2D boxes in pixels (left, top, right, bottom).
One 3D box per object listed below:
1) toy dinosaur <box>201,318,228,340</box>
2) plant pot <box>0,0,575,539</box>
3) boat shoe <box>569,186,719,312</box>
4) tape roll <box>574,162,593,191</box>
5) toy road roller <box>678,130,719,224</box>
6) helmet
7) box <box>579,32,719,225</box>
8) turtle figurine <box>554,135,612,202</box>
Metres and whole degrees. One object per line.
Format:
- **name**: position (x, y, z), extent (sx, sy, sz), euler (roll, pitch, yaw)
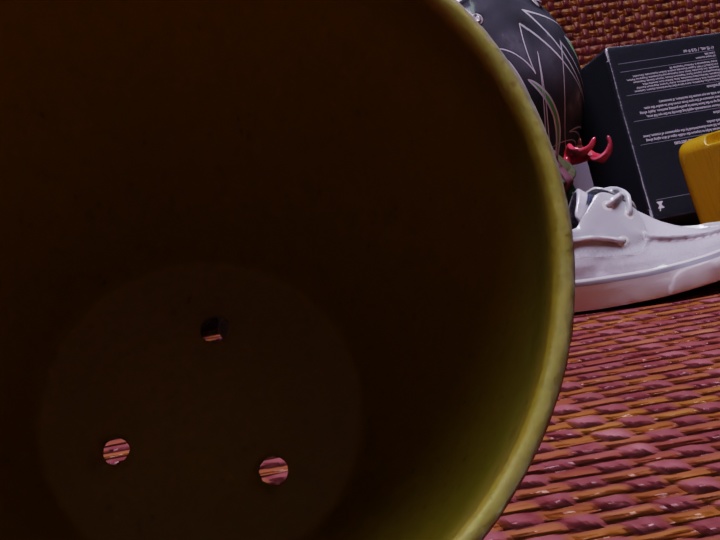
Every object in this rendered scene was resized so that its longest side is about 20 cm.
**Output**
- **toy dinosaur**: position (-0.111, 0.021, 1.033), extent (0.200, 0.077, 0.102), euler (-39, 3, 10)
- **plant pot**: position (-0.050, 0.022, 0.433), extent (0.199, 0.201, 0.142), euler (-9, -20, -3)
- **boat shoe**: position (0.137, -0.015, 0.970), extent (0.199, 0.069, 0.072), euler (-8, 6, 3)
- **tape roll**: position (0.295, -0.091, 1.505), extent (0.199, 0.066, 0.200), euler (-8, 6, 1)
- **toy road roller**: position (0.302, -0.072, 1.066), extent (0.146, 0.123, 0.200), euler (-18, -1, 38)
- **helmet**: position (0.082, -0.134, 1.269), extent (0.199, 0.201, 0.191), euler (-12, 25, -30)
- **box**: position (0.282, -0.112, 1.302), extent (0.199, 0.142, 0.079), euler (-10, -12, -22)
- **turtle figurine**: position (0.115, -0.040, 1.151), extent (0.149, 0.101, 0.200), euler (-6, 12, 25)
